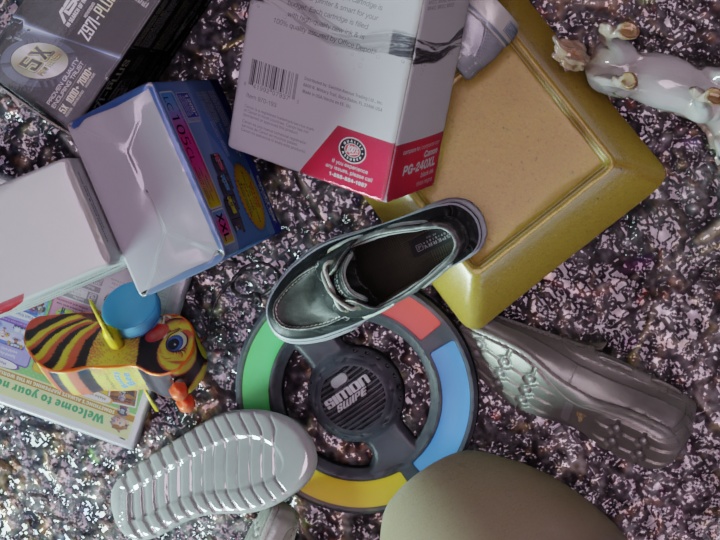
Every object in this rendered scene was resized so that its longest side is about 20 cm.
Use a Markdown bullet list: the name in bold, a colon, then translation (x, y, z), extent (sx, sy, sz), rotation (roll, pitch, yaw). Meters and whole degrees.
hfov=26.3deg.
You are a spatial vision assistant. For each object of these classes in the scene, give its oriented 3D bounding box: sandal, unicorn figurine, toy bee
- **sandal**: translation (-0.117, 0.163, 1.256), extent (0.202, 0.050, 0.083), rotation (-19, 80, 27)
- **unicorn figurine**: translation (0.237, -0.132, 1.157), extent (0.200, 0.137, 0.074), rotation (34, 87, 4)
- **toy bee**: translation (-0.166, 0.061, 1.196), extent (0.200, 0.109, 0.131), rotation (-28, 137, 22)

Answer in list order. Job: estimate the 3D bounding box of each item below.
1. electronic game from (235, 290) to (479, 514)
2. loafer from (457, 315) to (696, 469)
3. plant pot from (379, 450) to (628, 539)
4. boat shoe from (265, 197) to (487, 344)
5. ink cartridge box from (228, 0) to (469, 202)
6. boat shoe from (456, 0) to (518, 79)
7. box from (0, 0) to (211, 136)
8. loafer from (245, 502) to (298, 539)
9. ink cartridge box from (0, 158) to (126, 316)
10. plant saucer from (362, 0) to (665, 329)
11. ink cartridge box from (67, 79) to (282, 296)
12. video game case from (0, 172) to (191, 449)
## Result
- **electronic game**: translation (-0.004, 0.099, 1.243), extent (0.199, 0.042, 0.201), rotation (2, 100, 10)
- **loafer**: translation (0.171, 0.085, 1.227), extent (0.200, 0.070, 0.070), rotation (29, 142, 10)
- **plant pot**: translation (0.092, 0.219, 1.197), extent (0.200, 0.200, 0.135), rotation (-40, 63, 8)
- **boat shoe**: translation (0.000, 0.000, 1.167), extent (0.200, 0.071, 0.072), rotation (-30, 87, 26)
- **ink cartridge box**: translation (-0.005, -0.170, 1.125), extent (0.145, 0.083, 0.201), rotation (22, 112, 27)
- **boat shoe**: translation (0.027, -0.219, 1.175), extent (0.201, 0.070, 0.072), rotation (41, 92, 19)
- **box**: translation (-0.179, -0.207, 1.170), extent (0.086, 0.164, 0.200), rotation (35, 99, 0)
- **loafer**: translation (-0.077, 0.285, 1.261), extent (0.070, 0.070, 0.201), rotation (14, 104, -6)
- **ink cartridge box**: translation (-0.240, -0.021, 1.157), extent (0.144, 0.200, 0.084), rotation (-22, 91, 6)
- **plant saucer**: translation (0.102, -0.090, 1.196), extent (0.200, 0.048, 0.200), rotation (-38, 83, 3)
- **ink cartridge box**: translation (-0.131, -0.070, 1.164), extent (0.076, 0.200, 0.137), rotation (-22, 93, 11)
- **video game case**: translation (-0.252, 0.031, 1.274), extent (0.199, 0.022, 0.183), rotation (19, 97, 2)
